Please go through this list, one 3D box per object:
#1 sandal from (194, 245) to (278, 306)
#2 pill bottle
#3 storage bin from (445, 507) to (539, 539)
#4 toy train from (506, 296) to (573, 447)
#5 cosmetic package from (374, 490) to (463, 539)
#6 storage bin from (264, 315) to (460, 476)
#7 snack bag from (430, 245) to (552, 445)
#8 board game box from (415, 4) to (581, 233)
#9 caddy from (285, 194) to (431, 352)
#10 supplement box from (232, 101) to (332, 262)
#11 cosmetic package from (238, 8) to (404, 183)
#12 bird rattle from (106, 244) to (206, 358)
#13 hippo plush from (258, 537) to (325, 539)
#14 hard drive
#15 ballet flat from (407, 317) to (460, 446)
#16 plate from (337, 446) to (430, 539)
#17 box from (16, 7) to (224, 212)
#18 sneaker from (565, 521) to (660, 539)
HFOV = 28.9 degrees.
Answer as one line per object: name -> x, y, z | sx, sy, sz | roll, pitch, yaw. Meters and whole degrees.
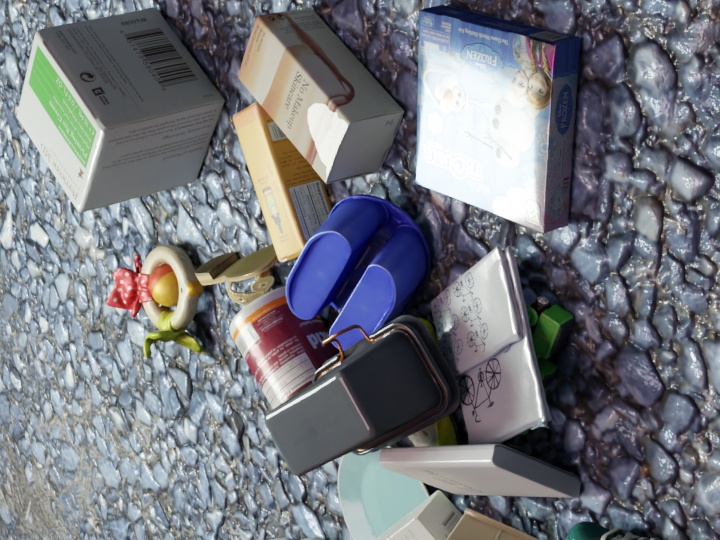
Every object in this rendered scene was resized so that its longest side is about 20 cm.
sandal -> -0.152, 0.016, 1.915 | 0.212, 0.078, 0.070 | -2, 122, 58
pill bottle -> -0.076, 0.130, 1.809 | 0.200, 0.114, 0.114 | 58, 141, 18
storage bin -> 0.167, 0.402, 1.571 | 0.198, 0.094, 0.200 | 22, 124, 17
toy train -> 0.183, 0.115, 1.533 | 0.056, 0.042, 0.200 | 35, 130, 26
cosmetic package -> 0.058, 0.365, 1.716 | 0.102, 0.074, 0.200 | 47, 126, 4
storage bin -> -0.013, 0.146, 1.599 | 0.200, 0.134, 0.146 | -33, 84, 43
snack bag -> 0.138, 0.096, 1.538 | 0.189, 0.021, 0.201 | 139, 124, -60
board game box -> 0.139, -0.162, 1.473 | 0.200, 0.043, 0.200 | 25, 124, 45
caddy -> 0.000, 0.000, 1.671 | 0.141, 0.105, 0.200 | 39, 135, 7
supplement box -> -0.093, -0.116, 1.774 | 0.066, 0.069, 0.201 | -18, 88, 54
cosmetic package -> -0.050, -0.209, 1.662 | 0.200, 0.087, 0.104 | 49, 137, 28
bird rattle -> -0.290, 0.035, 2.096 | 0.163, 0.112, 0.200 | -58, 44, 32
hippo plush -> -0.082, 0.458, 1.960 | 0.200, 0.159, 0.161 | -18, 58, 39
hard drive -> 0.131, 0.226, 1.576 | 0.200, 0.132, 0.027 | -11, 60, 54
ballet flat -> 0.070, 0.156, 1.670 | 0.067, 0.067, 0.201 | 4, 107, 50
plate -> 0.042, 0.309, 1.803 | 0.200, 0.026, 0.201 | 26, 124, 45
box -> -0.334, -0.223, 1.929 | 0.199, 0.200, 0.171 | 53, 141, 23
sneaker -> 0.300, 0.302, 1.435 | 0.200, 0.071, 0.080 | 30, 122, 36
